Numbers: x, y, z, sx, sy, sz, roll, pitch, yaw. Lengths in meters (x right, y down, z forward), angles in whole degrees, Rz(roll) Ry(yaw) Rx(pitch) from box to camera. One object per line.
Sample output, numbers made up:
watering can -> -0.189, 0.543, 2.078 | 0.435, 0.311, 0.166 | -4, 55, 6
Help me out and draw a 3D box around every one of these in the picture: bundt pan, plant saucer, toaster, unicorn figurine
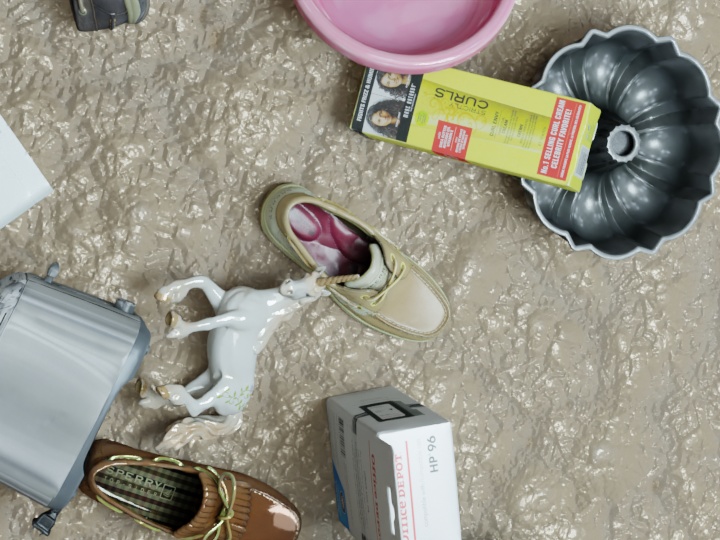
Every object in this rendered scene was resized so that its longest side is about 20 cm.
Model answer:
bundt pan -> 0.217, -0.114, 1.405 | 0.199, 0.076, 0.205 | -2, 98, -16
plant saucer -> 0.033, -0.251, 1.320 | 0.198, 0.051, 0.203 | 3, 70, -7
toaster -> -0.264, 0.097, 1.276 | 0.128, 0.114, 0.202 | 27, 91, -13
unicorn figurine -> -0.107, 0.057, 1.327 | 0.136, 0.074, 0.201 | 4, 126, -32

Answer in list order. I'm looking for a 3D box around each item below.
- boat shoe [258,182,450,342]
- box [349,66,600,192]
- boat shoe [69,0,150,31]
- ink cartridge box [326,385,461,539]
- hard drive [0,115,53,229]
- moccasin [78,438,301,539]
boat shoe -> 0.000, 0.000, 1.362 | 0.199, 0.066, 0.075 | 33, 87, -17
box -> 0.095, -0.125, 1.329 | 0.198, 0.050, 0.076 | 17, 93, 19
boat shoe -> -0.233, -0.284, 1.259 | 0.073, 0.074, 0.202 | -24, 101, -12
ink cartridge box -> 0.032, 0.174, 1.321 | 0.067, 0.200, 0.118 | -8, 99, -14
hard drive -> -0.365, -0.060, 1.272 | 0.199, 0.026, 0.133 | -37, 105, -10
moccasin -> -0.139, 0.194, 1.337 | 0.200, 0.078, 0.074 | 27, 88, -21
